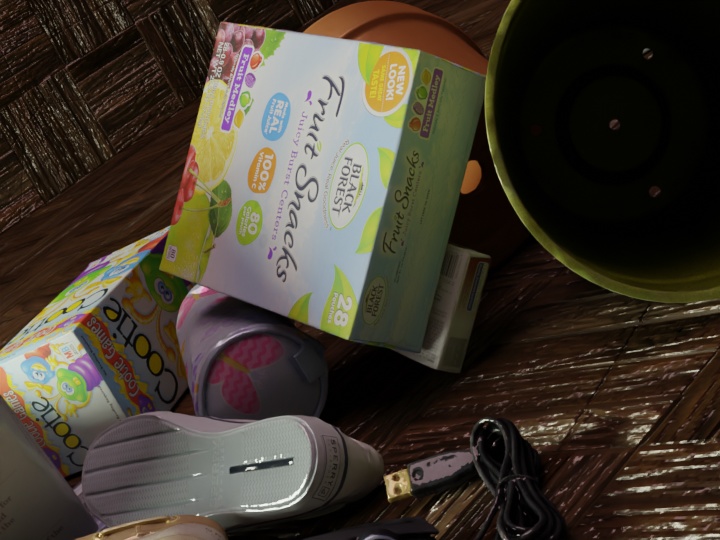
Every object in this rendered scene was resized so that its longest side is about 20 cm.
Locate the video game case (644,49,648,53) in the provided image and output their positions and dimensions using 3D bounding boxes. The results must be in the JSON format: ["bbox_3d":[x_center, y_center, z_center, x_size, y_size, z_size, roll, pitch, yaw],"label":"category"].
[{"bbox_3d":[0.301,-0.262,1.478,0.199,0.023,0.182,-32,14,-7],"label":"video game case"}]

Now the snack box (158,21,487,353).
[{"bbox_3d":[-0.028,-0.057,0.938,0.067,0.171,0.199,12,3,-43],"label":"snack box"}]

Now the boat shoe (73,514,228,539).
[{"bbox_3d":[-0.154,0.180,0.790,0.198,0.075,0.069,-18,13,9],"label":"boat shoe"}]

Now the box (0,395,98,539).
[{"bbox_3d":[-0.304,0.119,0.888,0.199,0.172,0.200,-41,53,-11],"label":"box"}]

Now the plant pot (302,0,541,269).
[{"bbox_3d":[0.040,-0.079,1.070,0.199,0.202,0.140,-34,31,-18],"label":"plant pot"}]

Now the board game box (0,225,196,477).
[{"bbox_3d":[-0.194,0.062,1.205,0.102,0.106,0.200,-23,16,26],"label":"board game box"}]

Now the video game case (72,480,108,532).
[{"bbox_3d":[-0.160,0.165,0.954,0.143,0.019,0.199,-41,18,-35],"label":"video game case"}]

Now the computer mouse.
[{"bbox_3d":[-0.004,0.125,0.704,0.198,0.046,0.141,-28,15,12],"label":"computer mouse"}]

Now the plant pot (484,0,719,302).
[{"bbox_3d":[0.161,-0.088,0.864,0.199,0.202,0.193,-30,2,1],"label":"plant pot"}]

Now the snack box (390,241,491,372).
[{"bbox_3d":[0.000,0.000,0.963,0.024,0.073,0.199,9,9,-41],"label":"snack box"}]

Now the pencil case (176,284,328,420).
[{"bbox_3d":[-0.074,0.057,1.018,0.090,0.084,0.200,-16,13,-5],"label":"pencil case"}]

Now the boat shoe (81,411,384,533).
[{"bbox_3d":[-0.073,0.119,0.847,0.198,0.075,0.066,-5,-17,43],"label":"boat shoe"}]
